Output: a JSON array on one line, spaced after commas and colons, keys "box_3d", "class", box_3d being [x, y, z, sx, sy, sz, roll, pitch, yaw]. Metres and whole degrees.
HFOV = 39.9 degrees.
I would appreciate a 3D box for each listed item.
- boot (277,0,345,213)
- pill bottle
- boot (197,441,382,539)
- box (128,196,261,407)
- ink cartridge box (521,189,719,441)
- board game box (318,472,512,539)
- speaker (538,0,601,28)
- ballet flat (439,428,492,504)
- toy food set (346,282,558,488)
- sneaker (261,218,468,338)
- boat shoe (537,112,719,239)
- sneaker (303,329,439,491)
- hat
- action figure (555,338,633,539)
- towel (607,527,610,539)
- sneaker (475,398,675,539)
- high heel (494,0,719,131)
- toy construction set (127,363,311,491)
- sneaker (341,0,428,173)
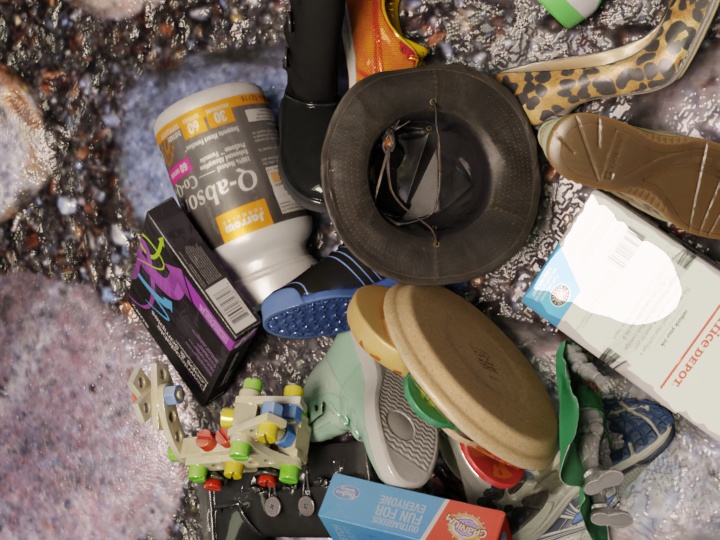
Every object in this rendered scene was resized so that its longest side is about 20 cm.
[{"box_3d": [-0.032, -0.176, 0.849, 0.202, 0.065, 0.166, 104, 155, -43], "class": "boot"}, {"box_3d": [-0.113, -0.066, 0.947, 0.115, 0.116, 0.203, -23, 86, 22], "class": "pill bottle"}, {"box_3d": [-0.057, 0.257, 0.980, 0.197, 0.066, 0.168, -10, 92, 18], "class": "boot"}, {"box_3d": [-0.166, 0.038, 0.960, 0.144, 0.036, 0.200, 52, 152, 11], "class": "box"}, {"box_3d": [0.251, 0.034, 0.832, 0.199, 0.068, 0.117, 37, 107, 16], "class": "ink cartridge box"}, {"box_3d": [0.062, 0.254, 0.851, 0.151, 0.041, 0.201, 7, 143, 25], "class": "board game box"}, {"box_3d": [0.215, -0.298, 0.807, 0.089, 0.088, 0.200, 47, 109, 12], "class": "speaker"}, {"box_3d": [0.087, 0.130, 0.917, 0.069, 0.069, 0.203, -24, 86, 22], "class": "ballet flat"}, {"box_3d": [0.087, 0.089, 0.814, 0.049, 0.199, 0.199, -46, 59, 21], "class": "toy food set"}, {"box_3d": [0.000, 0.000, 0.899, 0.197, 0.071, 0.079, -15, 59, -11], "class": "sneaker"}, {"box_3d": [0.241, -0.083, 0.808, 0.197, 0.063, 0.074, 22, 103, -8], "class": "boat shoe"}, {"box_3d": [0.003, 0.142, 0.899, 0.119, 0.073, 0.202, -52, 32, 27], "class": "sneaker"}, {"box_3d": [0.053, -0.077, 0.852, 0.197, 0.081, 0.204, 2, 85, -16], "class": "hat"}, {"box_3d": [0.184, 0.118, 0.808, 0.054, 0.201, 0.120, -11, 120, 11], "class": "action figure"}, {"box_3d": [0.140, 0.307, 0.924, 0.197, 0.030, 0.149, -7, 92, 23], "class": "towel"}, {"box_3d": [0.192, 0.189, 0.868, 0.199, 0.077, 0.086, -34, 122, 0], "class": "sneaker"}, {"box_3d": [0.205, -0.196, 0.826, 0.141, 0.071, 0.202, 31, 115, 10], "class": "high heel"}, {"box_3d": [-0.128, 0.148, 0.918, 0.197, 0.131, 0.093, 6, 63, 31], "class": "toy construction set"}, {"box_3d": [0.028, -0.168, 0.906, 0.076, 0.073, 0.204, -8, 94, 14], "class": "sneaker"}]
